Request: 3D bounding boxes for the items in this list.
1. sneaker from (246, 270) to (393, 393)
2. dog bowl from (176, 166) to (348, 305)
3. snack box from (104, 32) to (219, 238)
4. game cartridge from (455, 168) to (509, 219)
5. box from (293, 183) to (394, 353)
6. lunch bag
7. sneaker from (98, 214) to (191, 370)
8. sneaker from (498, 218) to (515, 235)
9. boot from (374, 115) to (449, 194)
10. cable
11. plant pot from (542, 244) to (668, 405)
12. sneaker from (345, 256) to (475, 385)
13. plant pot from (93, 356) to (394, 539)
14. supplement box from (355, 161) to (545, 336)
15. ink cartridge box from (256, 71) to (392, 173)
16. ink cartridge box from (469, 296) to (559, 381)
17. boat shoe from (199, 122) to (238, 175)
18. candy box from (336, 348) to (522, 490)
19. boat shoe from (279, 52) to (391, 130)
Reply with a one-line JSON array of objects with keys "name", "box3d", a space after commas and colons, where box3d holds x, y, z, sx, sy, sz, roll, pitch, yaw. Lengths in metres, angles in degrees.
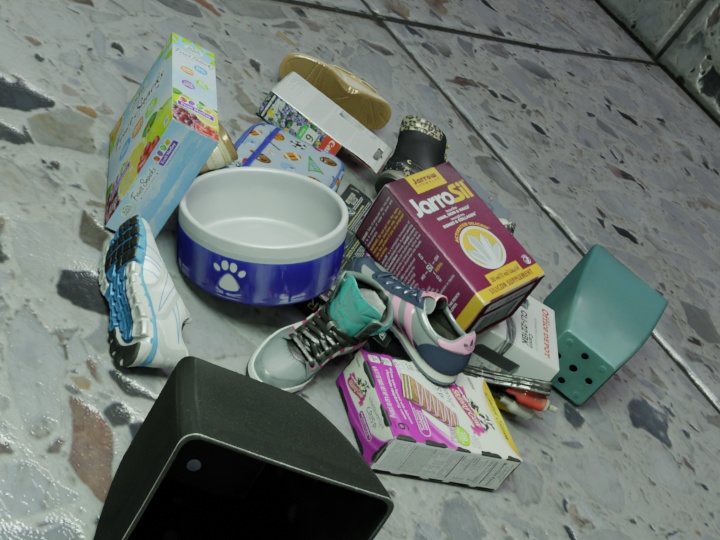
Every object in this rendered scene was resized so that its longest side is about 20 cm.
[{"name": "sneaker", "box3d": [-0.033, 0.065, 1.352, 0.084, 0.121, 0.199, 50, 46, 10]}, {"name": "dog bowl", "box3d": [-0.116, -0.043, 1.409, 0.198, 0.079, 0.201, 6, 30, -4]}, {"name": "snack box", "box3d": [-0.236, -0.157, 1.418, 0.067, 0.169, 0.201, 25, 30, -25]}, {"name": "game cartridge", "box3d": [0.150, -0.118, 1.932, 0.199, 0.041, 0.134, 35, 33, -6]}, {"name": "box", "box3d": [0.000, 0.000, 1.537, 0.160, 0.044, 0.200, 37, 45, -2]}, {"name": "lunch bag", "box3d": [-0.114, -0.120, 1.592, 0.159, 0.076, 0.200, 28, 28, 1]}, {"name": "sneaker", "box3d": [-0.225, 0.029, 1.284, 0.086, 0.075, 0.201, 23, 40, -38]}, {"name": "sneaker", "box3d": [0.156, -0.031, 1.704, 0.092, 0.200, 0.071, 14, 78, -5]}, {"name": "boot", "box3d": [0.124, -0.134, 1.833, 0.203, 0.073, 0.155, 32, 50, -19]}, {"name": "cable", "box3d": [0.164, 0.150, 1.529, 0.198, 0.097, 0.051, 16, 73, -25]}, {"name": "plant pot", "box3d": [0.334, 0.093, 1.745, 0.141, 0.142, 0.200, 38, 37, 1]}, {"name": "sneaker", "box3d": [0.065, 0.040, 1.447, 0.200, 0.082, 0.070, 46, 37, 20]}, {"name": "plant pot", "box3d": [-0.117, 0.193, 1.054, 0.199, 0.200, 0.178, 23, 22, -24]}, {"name": "supplement box", "box3d": [0.112, -0.022, 1.513, 0.130, 0.103, 0.200, -24, 67, -41]}, {"name": "ink cartridge box", "box3d": [-0.053, -0.211, 1.821, 0.199, 0.050, 0.109, 38, 29, -3]}, {"name": "ink cartridge box", "box3d": [0.167, 0.075, 1.630, 0.199, 0.084, 0.145, 31, 30, -14]}, {"name": "boat shoe", "box3d": [-0.214, -0.163, 1.518, 0.072, 0.064, 0.200, 61, -11, -20]}, {"name": "candy box", "box3d": [0.081, 0.177, 1.415, 0.199, 0.061, 0.137, 16, 36, -35]}, {"name": "boat shoe", "box3d": [-0.044, -0.292, 1.931, 0.199, 0.074, 0.069, 28, 19, -20]}]
